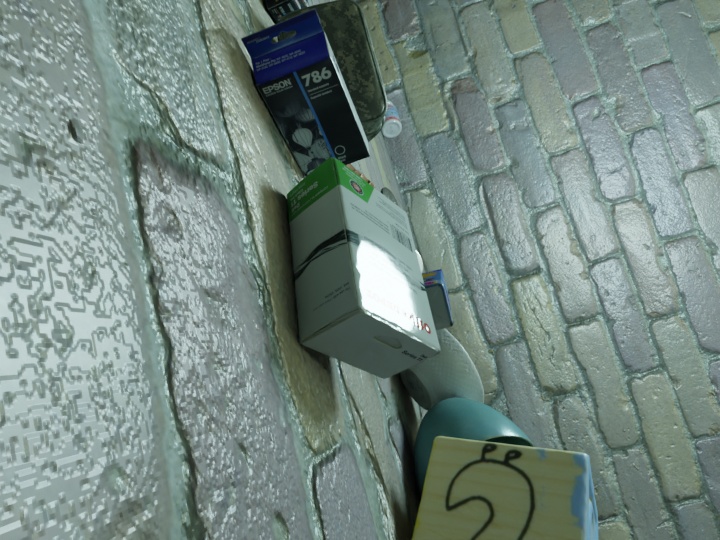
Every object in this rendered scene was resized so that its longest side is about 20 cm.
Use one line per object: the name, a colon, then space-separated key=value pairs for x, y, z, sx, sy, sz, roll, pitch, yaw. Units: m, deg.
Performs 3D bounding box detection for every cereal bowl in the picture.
cereal bowl: x=0.134 y=0.199 z=1.023 sx=0.200 sy=0.083 sz=0.202 roll=46 pitch=-26 yaw=30

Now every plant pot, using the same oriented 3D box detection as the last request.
plant pot: x=0.168 y=0.292 z=0.899 sx=0.202 sy=0.198 sz=0.135 roll=65 pitch=-2 yaw=-37

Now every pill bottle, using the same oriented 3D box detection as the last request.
pill bottle: x=0.146 y=-0.792 z=2.837 sx=0.109 sy=0.107 sz=0.202 roll=60 pitch=15 yaw=-50

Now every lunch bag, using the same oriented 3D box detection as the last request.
lunch bag: x=-0.044 y=-0.288 z=0.851 sx=0.168 sy=0.137 sz=0.203 roll=141 pitch=-67 yaw=-83

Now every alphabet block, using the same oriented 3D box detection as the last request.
alphabet block: x=0.191 y=0.352 z=0.694 sx=0.198 sy=0.197 sz=0.197 roll=66 pitch=33 yaw=-37

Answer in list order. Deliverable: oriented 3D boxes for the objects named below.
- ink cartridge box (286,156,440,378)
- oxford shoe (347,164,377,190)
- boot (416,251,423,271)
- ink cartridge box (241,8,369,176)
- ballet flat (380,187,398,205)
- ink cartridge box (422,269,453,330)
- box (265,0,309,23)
ink cartridge box: x=0.000 y=0.000 z=0.603 sx=0.146 sy=0.083 sz=0.202 roll=31 pitch=37 yaw=-42
oxford shoe: x=-0.011 y=-0.153 z=0.971 sx=0.071 sy=0.070 sz=0.203 roll=-48 pitch=118 yaw=-77
boot: x=0.008 y=-0.032 z=0.897 sx=0.199 sy=0.090 sz=0.074 roll=34 pitch=58 yaw=-34
ink cartridge box: x=-0.063 y=-0.211 z=0.688 sx=0.201 sy=0.098 sz=0.040 roll=61 pitch=16 yaw=-47
ballet flat: x=0.102 y=-0.162 z=1.711 sx=0.067 sy=0.046 sz=0.202 roll=-39 pitch=109 yaw=-46
ink cartridge box: x=0.086 y=0.054 z=0.953 sx=0.200 sy=0.134 sz=0.078 roll=-37 pitch=114 yaw=-80
box: x=-0.129 y=-0.480 z=0.933 sx=0.200 sy=0.045 sz=0.161 roll=10 pitch=63 yaw=-80
